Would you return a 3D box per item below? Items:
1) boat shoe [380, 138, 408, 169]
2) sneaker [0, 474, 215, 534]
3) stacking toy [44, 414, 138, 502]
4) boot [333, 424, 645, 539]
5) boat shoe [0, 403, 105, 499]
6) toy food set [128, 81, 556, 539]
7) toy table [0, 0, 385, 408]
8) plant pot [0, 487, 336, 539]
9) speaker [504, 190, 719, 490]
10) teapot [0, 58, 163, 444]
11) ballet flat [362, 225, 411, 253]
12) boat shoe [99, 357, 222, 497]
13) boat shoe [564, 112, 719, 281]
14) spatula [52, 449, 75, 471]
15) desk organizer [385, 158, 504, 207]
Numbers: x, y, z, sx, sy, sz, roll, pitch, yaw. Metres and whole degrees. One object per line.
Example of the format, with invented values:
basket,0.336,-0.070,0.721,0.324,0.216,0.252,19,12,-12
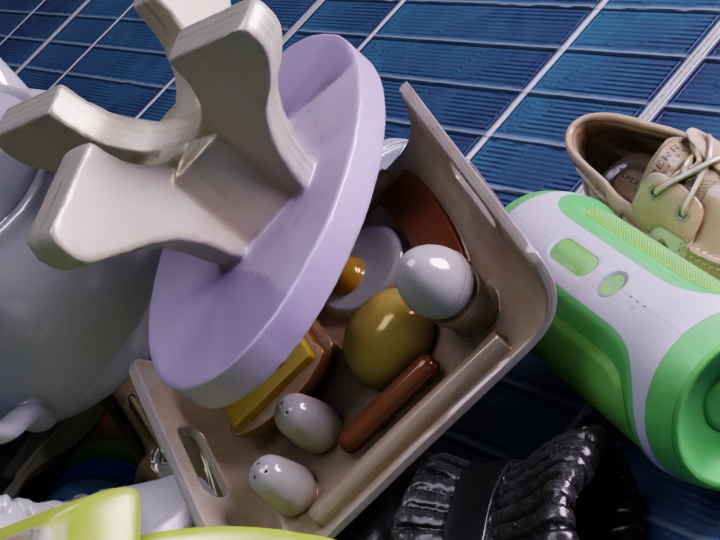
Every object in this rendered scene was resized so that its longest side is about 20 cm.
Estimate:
boat shoe,-0.033,-0.004,1.031,0.200,0.072,0.062,-50,27,-14
sneaker,-0.169,0.132,0.810,0.199,0.089,0.075,-26,-4,-15
stacking toy,-0.141,0.121,0.979,0.085,0.086,0.201,-26,27,23
boot,0.049,0.097,0.774,0.157,0.079,0.212,-32,39,28
boat shoe,-0.219,0.102,0.923,0.073,0.065,0.200,-7,26,32
toy food set,-0.016,0.025,0.770,0.200,0.060,0.144,-44,46,10
toy table,-0.074,-0.054,0.769,0.183,0.117,0.201,-25,41,34
plant pot,-0.107,0.203,0.652,0.199,0.181,0.201,-24,52,32
speaker,0.126,0.026,0.779,0.088,0.089,0.200,-41,28,-3
teapot,-0.191,-0.021,0.866,0.199,0.146,0.198,23,68,35
ballet flat,0.000,0.000,0.867,0.198,0.068,0.075,-2,29,36
boat shoe,-0.114,0.094,0.912,0.063,0.073,0.202,-18,63,-15
boat shoe,0.165,-0.033,0.840,0.071,0.065,0.200,-45,28,-9
spatula,-0.175,0.144,1.040,0.056,0.020,0.201,-42,28,24
desk organizer,-0.005,0.023,0.959,0.200,0.072,0.077,-44,26,-8
